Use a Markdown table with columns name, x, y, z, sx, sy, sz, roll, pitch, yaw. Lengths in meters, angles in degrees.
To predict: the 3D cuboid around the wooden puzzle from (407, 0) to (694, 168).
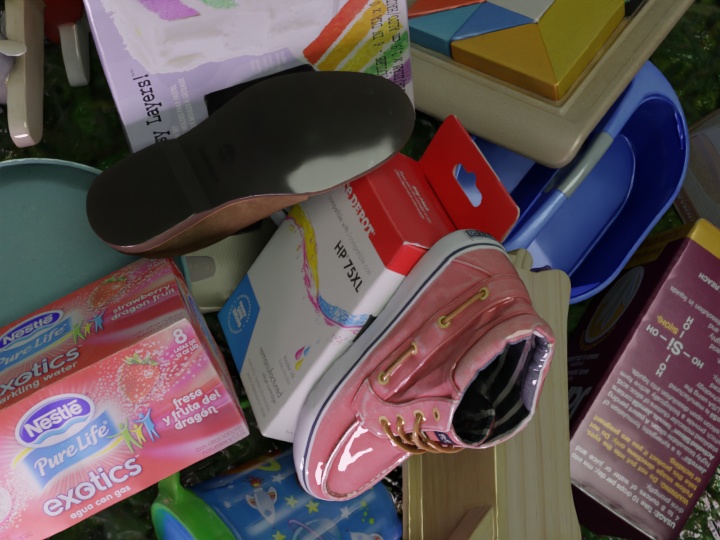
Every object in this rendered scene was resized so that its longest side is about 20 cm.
| name | x | y | z | sx | sy | sz | roll | pitch | yaw |
| --- | --- | --- | --- | --- | --- | --- | --- | --- | --- |
| wooden puzzle | 0.117 | -0.181 | 0.923 | 0.184 | 0.037 | 0.201 | 27 | 69 | 28 |

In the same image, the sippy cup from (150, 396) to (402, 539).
| name | x | y | z | sx | sy | sz | roll | pitch | yaw |
| --- | --- | --- | --- | --- | --- | --- | --- | --- | --- |
| sippy cup | -0.048 | 0.176 | 0.874 | 0.130 | 0.139 | 0.179 | -29 | 134 | -24 |

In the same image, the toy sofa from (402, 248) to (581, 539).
| name | x | y | z | sx | sy | sz | roll | pitch | yaw |
| --- | --- | --- | --- | --- | --- | --- | --- | --- | --- |
| toy sofa | 0.074 | 0.090 | 0.848 | 0.097 | 0.083 | 0.202 | 10 | 73 | -36 |

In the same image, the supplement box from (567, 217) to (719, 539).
| name | x | y | z | sx | sy | sz | roll | pitch | yaw |
| --- | --- | --- | --- | --- | --- | --- | --- | --- | --- |
| supplement box | 0.200 | 0.079 | 0.934 | 0.103 | 0.131 | 0.201 | 34 | 78 | -6 |

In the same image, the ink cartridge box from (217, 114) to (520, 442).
| name | x | y | z | sx | sy | sz | roll | pitch | yaw |
| --- | --- | --- | --- | --- | --- | --- | --- | --- | --- |
| ink cartridge box | 0.000 | 0.000 | 0.830 | 0.067 | 0.117 | 0.201 | 18 | 119 | -36 |

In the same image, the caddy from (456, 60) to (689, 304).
| name | x | y | z | sx | sy | sz | roll | pitch | yaw |
| --- | --- | --- | --- | --- | --- | --- | --- | --- | --- |
| caddy | 0.142 | -0.067 | 0.944 | 0.141 | 0.105 | 0.200 | 40 | 78 | -6 |

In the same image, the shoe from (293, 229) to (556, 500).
| name | x | y | z | sx | sy | sz | roll | pitch | yaw |
| --- | --- | --- | --- | --- | --- | --- | --- | --- | --- |
| shoe | 0.033 | 0.079 | 0.765 | 0.071 | 0.091 | 0.201 | 18 | 118 | -34 |

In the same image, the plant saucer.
| name | x | y | z | sx | sy | sz | roll | pitch | yaw |
| --- | --- | --- | --- | --- | --- | --- | --- | --- | --- |
| plant saucer | -0.209 | 0.017 | 0.857 | 0.198 | 0.036 | 0.202 | -7 | 117 | -14 |

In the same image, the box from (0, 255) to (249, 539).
| name | x | y | z | sx | sy | sz | roll | pitch | yaw |
| --- | --- | --- | --- | --- | --- | --- | --- | --- | --- |
| box | -0.181 | 0.085 | 0.821 | 0.199 | 0.103 | 0.095 | -26 | 120 | -2 |

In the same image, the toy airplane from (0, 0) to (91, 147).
| name | x | y | z | sx | sy | sz | roll | pitch | yaw |
| --- | --- | --- | --- | --- | --- | --- | --- | --- | --- |
| toy airplane | -0.216 | -0.198 | 0.830 | 0.140 | 0.200 | 0.201 | -1 | 114 | -17 |

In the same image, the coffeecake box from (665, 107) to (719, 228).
| name | x | y | z | sx | sy | sz | roll | pitch | yaw |
| --- | --- | --- | --- | --- | --- | --- | --- | --- | --- |
| coffeecake box | 0.304 | -0.049 | 0.932 | 0.073 | 0.200 | 0.154 | -31 | 93 | -14 |

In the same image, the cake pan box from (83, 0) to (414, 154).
| name | x | y | z | sx | sy | sz | roll | pitch | yaw |
| --- | --- | --- | --- | --- | --- | --- | --- | --- | --- |
| cake pan box | -0.063 | -0.141 | 0.784 | 0.182 | 0.201 | 0.053 | -15 | 52 | -7 |

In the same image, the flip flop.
| name | x | y | z | sx | sy | sz | roll | pitch | yaw |
| --- | --- | --- | --- | --- | --- | --- | --- | --- | --- |
| flip flop | -0.068 | -0.013 | 0.915 | 0.198 | 0.058 | 0.082 | -9 | 87 | -14 |

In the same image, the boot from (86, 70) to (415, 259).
| name | x | y | z | sx | sy | sz | roll | pitch | yaw |
| --- | --- | --- | --- | --- | --- | --- | --- | --- | --- |
| boot | -0.062 | -0.060 | 0.801 | 0.198 | 0.076 | 0.074 | -21 | 74 | 0 |

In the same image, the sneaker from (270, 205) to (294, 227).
| name | x | y | z | sx | sy | sz | roll | pitch | yaw |
| --- | --- | --- | --- | --- | --- | --- | --- | --- | --- |
| sneaker | -0.036 | -0.122 | 0.901 | 0.072 | 0.071 | 0.202 | 3 | 69 | -16 |
